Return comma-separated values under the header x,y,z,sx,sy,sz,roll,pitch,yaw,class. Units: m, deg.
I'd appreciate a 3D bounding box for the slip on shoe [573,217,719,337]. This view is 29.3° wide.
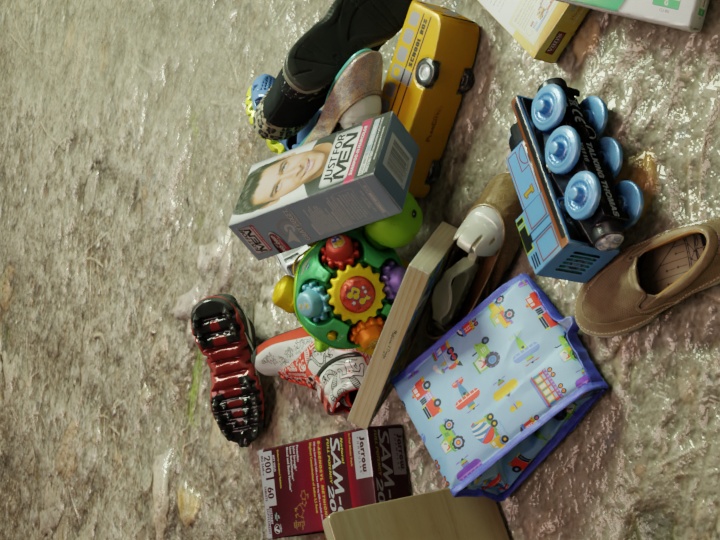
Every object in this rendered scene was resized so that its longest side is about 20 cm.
x,y,z,sx,sy,sz,roll,pitch,yaw,class
0.269,0.007,1.290,0.199,0.060,0.077,-26,70,43,slip on shoe

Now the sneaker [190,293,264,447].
x,y,z,sx,sy,sz,roll,pitch,yaw,class
-0.160,0.119,1.741,0.070,0.098,0.203,-11,105,8,sneaker

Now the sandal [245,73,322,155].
x,y,z,sx,sy,sz,roll,pitch,yaw,class
-0.068,-0.163,1.659,0.087,0.079,0.201,-45,64,28,sandal

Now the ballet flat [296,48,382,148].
x,y,z,sx,sy,sz,roll,pitch,yaw,class
-0.014,-0.156,1.524,0.068,0.067,0.201,56,140,20,ballet flat

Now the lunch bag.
x,y,z,sx,sy,sz,roll,pitch,yaw,class
0.149,0.112,1.406,0.200,0.093,0.151,-47,53,24,lunch bag

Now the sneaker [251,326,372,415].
x,y,z,sx,sy,sz,roll,pitch,yaw,class
-0.054,0.124,1.629,0.200,0.067,0.110,-25,67,41,sneaker

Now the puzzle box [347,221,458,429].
x,y,z,sx,sy,sz,roll,pitch,yaw,class
0.047,0.058,1.472,0.025,0.133,0.202,25,118,7,puzzle box

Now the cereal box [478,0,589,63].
x,y,z,sx,sy,sz,roll,pitch,yaw,class
0.172,-0.332,1.427,0.145,0.039,0.201,-57,50,28,cereal box

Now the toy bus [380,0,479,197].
x,y,z,sx,sy,sz,roll,pitch,yaw,class
0.064,-0.186,1.517,0.078,0.064,0.202,35,114,43,toy bus

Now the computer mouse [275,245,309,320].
x,y,z,sx,sy,sz,roll,pitch,yaw,class
-0.063,-0.021,1.652,0.109,0.044,0.201,-37,48,1,computer mouse

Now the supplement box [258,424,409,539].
x,y,z,sx,sy,sz,roll,pitch,yaw,class
-0.032,0.248,1.604,0.199,0.060,0.111,-19,74,44,supplement box

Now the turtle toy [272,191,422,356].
x,y,z,sx,sy,sz,roll,pitch,yaw,class
0.000,0.000,1.502,0.202,0.144,0.101,-63,12,1,turtle toy

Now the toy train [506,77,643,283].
x,y,z,sx,sy,sz,roll,pitch,yaw,class
0.198,-0.091,1.344,0.114,0.086,0.202,-46,47,40,toy train

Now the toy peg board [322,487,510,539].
x,y,z,sx,sy,sz,roll,pitch,yaw,class
0.064,0.343,1.411,0.098,0.197,0.202,-51,53,51,toy peg board

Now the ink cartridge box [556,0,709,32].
x,y,z,sx,sy,sz,roll,pitch,yaw,class
0.264,-0.339,1.289,0.159,0.050,0.203,18,104,26,ink cartridge box

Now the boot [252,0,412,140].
x,y,z,sx,sy,sz,roll,pitch,yaw,class
-0.037,-0.240,1.573,0.074,0.203,0.154,46,148,0,boot

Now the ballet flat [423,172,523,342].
x,y,z,sx,sy,sz,roll,pitch,yaw,class
0.115,-0.007,1.447,0.068,0.072,0.202,36,113,28,ballet flat

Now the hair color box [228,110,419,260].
x,y,z,sx,sy,sz,roll,pitch,yaw,class
-0.040,-0.089,1.480,0.198,0.061,0.100,-18,38,34,hair color box
